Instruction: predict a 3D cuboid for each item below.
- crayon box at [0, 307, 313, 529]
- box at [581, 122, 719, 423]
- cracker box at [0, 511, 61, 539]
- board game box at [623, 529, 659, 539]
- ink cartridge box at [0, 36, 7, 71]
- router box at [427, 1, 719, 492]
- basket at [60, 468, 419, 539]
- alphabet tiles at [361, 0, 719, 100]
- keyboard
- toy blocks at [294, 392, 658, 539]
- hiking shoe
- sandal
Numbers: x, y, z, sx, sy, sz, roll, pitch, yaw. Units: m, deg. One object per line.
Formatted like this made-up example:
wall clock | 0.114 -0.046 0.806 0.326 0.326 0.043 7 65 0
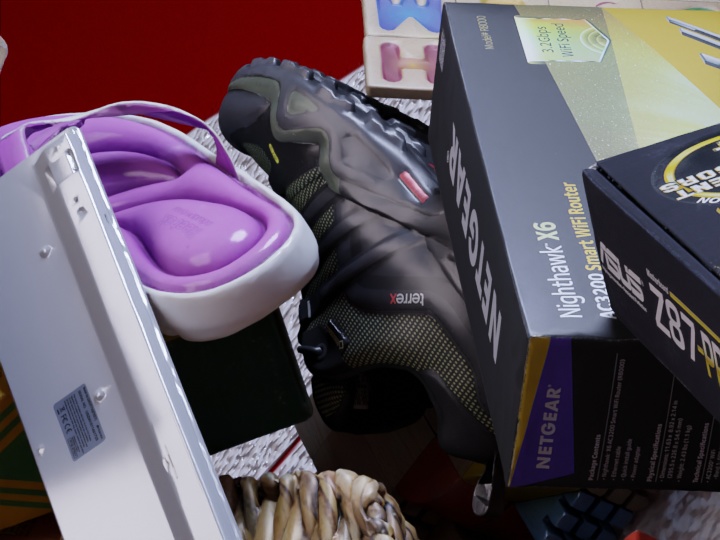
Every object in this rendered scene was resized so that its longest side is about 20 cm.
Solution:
crayon box | -0.126 0.036 1.027 0.199 0.052 0.126 -19 27 -2
box | 0.173 -0.010 0.722 0.199 0.049 0.161 -16 25 -9
cracker box | -0.100 0.144 1.092 0.134 0.058 0.200 -67 -24 -57
board game box | 0.052 0.198 0.900 0.153 0.040 0.200 -45 26 35
ink cartridge box | -0.217 -0.012 1.009 0.165 0.075 0.200 -29 29 25
router box | 0.109 -0.011 0.879 0.200 0.157 0.052 -101 14 -58
basket | -0.023 0.181 0.948 0.142 0.149 0.200 -6 50 24
alphabet tiles | 0.082 -0.095 1.058 0.200 0.166 0.006 -93 7 -54
keyboard | -0.081 0.044 0.936 0.056 0.011 0.200 -38 54 20
toy blocks | 0.057 0.043 1.038 0.200 0.100 0.137 -54 34 17
hiking shoe | 0.000 0.000 1.001 0.200 0.076 0.101 39 101 47
sandal | -0.083 -0.032 1.011 0.082 0.050 0.202 -37 33 -26
